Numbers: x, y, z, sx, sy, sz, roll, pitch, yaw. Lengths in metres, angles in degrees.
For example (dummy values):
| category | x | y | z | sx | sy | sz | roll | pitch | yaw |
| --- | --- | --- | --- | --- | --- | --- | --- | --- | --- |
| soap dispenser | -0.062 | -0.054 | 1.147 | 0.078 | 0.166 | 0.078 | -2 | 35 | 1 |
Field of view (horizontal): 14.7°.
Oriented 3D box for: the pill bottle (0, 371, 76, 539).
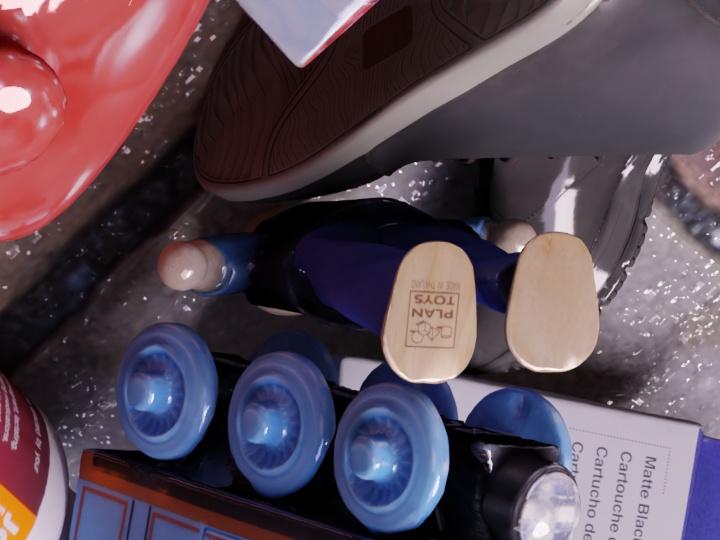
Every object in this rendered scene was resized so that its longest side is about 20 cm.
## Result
| category | x | y | z | sx | sy | sz | roll | pitch | yaw |
| --- | --- | --- | --- | --- | --- | --- | --- | --- | --- |
| pill bottle | -0.171 | 0.063 | 0.934 | 0.113 | 0.113 | 0.200 | -36 | 132 | 7 |

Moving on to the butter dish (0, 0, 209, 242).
| category | x | y | z | sx | sy | sz | roll | pitch | yaw |
| --- | --- | --- | --- | --- | --- | --- | --- | --- | --- |
| butter dish | -0.123 | -0.082 | 0.816 | 0.199 | 0.148 | 0.200 | 21 | 116 | -33 |

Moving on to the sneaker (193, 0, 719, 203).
| category | x | y | z | sx | sy | sz | roll | pitch | yaw |
| --- | --- | --- | --- | --- | --- | --- | --- | --- | --- |
| sneaker | 0.039 | -0.055 | 0.911 | 0.106 | 0.075 | 0.200 | 24 | 148 | -37 |

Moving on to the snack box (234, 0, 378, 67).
| category | x | y | z | sx | sy | sz | roll | pitch | yaw |
| --- | --- | --- | --- | --- | --- | --- | --- | --- | --- |
| snack box | -0.056 | -0.152 | 0.733 | 0.053 | 0.142 | 0.200 | -41 | 95 | 15 |

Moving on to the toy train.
| category | x | y | z | sx | sy | sz | roll | pitch | yaw |
| --- | --- | --- | --- | --- | --- | --- | --- | --- | --- |
| toy train | -0.012 | 0.083 | 0.901 | 0.087 | 0.200 | 0.115 | 4 | 96 | -45 |

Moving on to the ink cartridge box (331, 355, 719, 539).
| category | x | y | z | sx | sy | sz | roll | pitch | yaw |
| --- | --- | --- | --- | --- | --- | --- | --- | --- | --- |
| ink cartridge box | 0.062 | 0.144 | 1.003 | 0.199 | 0.041 | 0.200 | 11 | 85 | -20 |

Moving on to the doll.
| category | x | y | z | sx | sy | sz | roll | pitch | yaw |
| --- | --- | --- | --- | --- | --- | --- | --- | --- | --- |
| doll | 0.000 | 0.000 | 0.915 | 0.136 | 0.200 | 0.049 | -4 | 97 | -19 |

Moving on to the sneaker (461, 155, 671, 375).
| category | x | y | z | sx | sy | sz | roll | pitch | yaw |
| --- | --- | --- | --- | --- | --- | --- | --- | --- | --- |
| sneaker | 0.071 | -0.053 | 0.981 | 0.091 | 0.076 | 0.200 | 26 | 108 | -25 |
